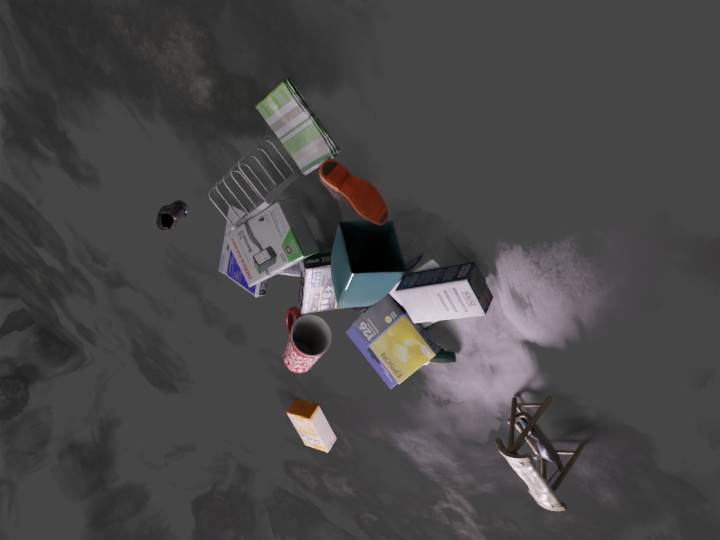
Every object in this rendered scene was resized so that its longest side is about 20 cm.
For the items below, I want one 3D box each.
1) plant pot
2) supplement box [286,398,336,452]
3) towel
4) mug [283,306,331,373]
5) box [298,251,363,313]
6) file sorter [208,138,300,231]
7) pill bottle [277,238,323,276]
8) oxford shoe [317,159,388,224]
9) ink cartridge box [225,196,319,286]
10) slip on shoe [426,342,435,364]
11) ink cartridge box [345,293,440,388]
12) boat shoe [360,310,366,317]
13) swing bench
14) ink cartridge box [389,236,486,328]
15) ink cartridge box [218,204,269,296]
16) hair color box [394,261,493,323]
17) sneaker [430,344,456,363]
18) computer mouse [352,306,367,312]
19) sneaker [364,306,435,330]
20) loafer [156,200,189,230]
[{"bbox_3d":[0.000,0.000,1.469,0.137,0.144,0.201,-2,147,-21],"label":"plant pot"},{"bbox_3d":[-0.188,0.601,2.354,0.124,0.074,0.203,6,132,37],"label":"supplement box"},{"bbox_3d":[-0.149,-0.323,1.403,0.148,0.031,0.201,-19,115,48],"label":"towel"},{"bbox_3d":[-0.178,0.223,1.944,0.130,0.182,0.201,4,152,-16],"label":"mug"},{"bbox_3d":[-0.081,0.032,1.618,0.157,0.050,0.202,-7,142,-14],"label":"box"},{"bbox_3d":[-0.275,-0.216,1.532,0.125,0.139,0.198,50,142,-12],"label":"file sorter"},{"bbox_3d":[-0.204,-0.042,1.677,0.196,0.107,0.108,6,133,36],"label":"pill bottle"},{"bbox_3d":[-0.017,-0.180,1.422,0.199,0.072,0.073,42,165,-10],"label":"oxford shoe"},{"bbox_3d":[-0.221,-0.068,1.513,0.197,0.084,0.149,-26,91,30],"label":"ink cartridge box"},{"bbox_3d":[0.106,0.186,1.607,0.196,0.061,0.078,14,130,28],"label":"slip on shoe"},{"bbox_3d":[0.072,0.183,1.556,0.199,0.047,0.200,50,119,6],"label":"ink cartridge box"},{"bbox_3d":[0.077,0.182,1.717,0.202,0.073,0.067,53,166,-13],"label":"boat shoe"},{"bbox_3d":[0.455,0.469,1.569,0.128,0.201,0.201,-15,119,47],"label":"swing bench"},{"bbox_3d":[0.176,0.034,1.450,0.145,0.088,0.199,45,143,-9],"label":"ink cartridge box"},{"bbox_3d":[-0.310,-0.060,1.671,0.198,0.043,0.203,27,110,40],"label":"ink cartridge box"},{"bbox_3d":[0.183,0.052,1.344,0.197,0.061,0.101,-10,122,43],"label":"hair color box"},{"bbox_3d":[0.165,0.206,1.650,0.194,0.082,0.071,8,173,5],"label":"sneaker"},{"bbox_3d":[0.040,0.056,1.601,0.034,0.059,0.199,45,133,-12],"label":"computer mouse"},{"bbox_3d":[0.095,0.119,1.597,0.195,0.080,0.076,10,108,28],"label":"sneaker"},{"bbox_3d":[-0.611,-0.166,1.926,0.198,0.063,0.072,-20,115,49],"label":"loafer"}]
